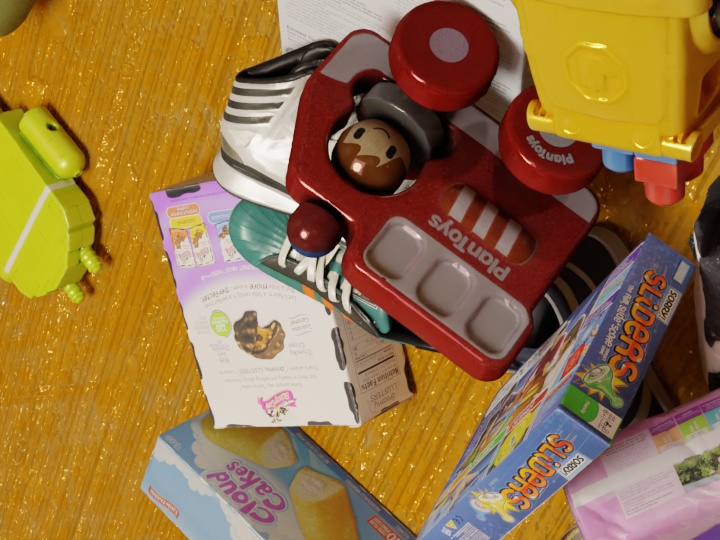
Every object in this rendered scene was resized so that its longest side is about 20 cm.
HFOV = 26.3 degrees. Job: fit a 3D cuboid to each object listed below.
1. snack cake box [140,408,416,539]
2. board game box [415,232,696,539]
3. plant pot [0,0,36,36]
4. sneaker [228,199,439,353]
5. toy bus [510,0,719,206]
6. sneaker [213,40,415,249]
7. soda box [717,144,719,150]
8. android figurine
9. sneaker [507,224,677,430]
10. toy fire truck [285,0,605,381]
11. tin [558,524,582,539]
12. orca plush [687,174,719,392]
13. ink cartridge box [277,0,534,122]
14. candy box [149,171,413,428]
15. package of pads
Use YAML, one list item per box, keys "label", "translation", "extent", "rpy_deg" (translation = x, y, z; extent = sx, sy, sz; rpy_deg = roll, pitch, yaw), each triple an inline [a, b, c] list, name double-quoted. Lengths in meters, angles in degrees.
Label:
- label: "snack cake box"
  translation: [-0.067, 0.197, 1.245]
  extent: [0.200, 0.115, 0.068]
  rpy_deg: [40, 129, 22]
- label: "board game box"
  translation: [0.106, 0.081, 0.875]
  extent: [0.034, 0.136, 0.200]
  rpy_deg: [34, 144, 0]
- label: "plant pot"
  translation: [-0.306, -0.286, 1.232]
  extent: [0.201, 0.200, 0.184]
  rpy_deg: [53, 145, 11]
- label: "sneaker"
  translation: [0.000, 0.000, 1.075]
  extent: [0.199, 0.080, 0.072]
  rpy_deg: [24, 95, -3]
- label: "toy bus"
  translation: [0.174, -0.144, 0.861]
  extent: [0.135, 0.200, 0.193]
  rpy_deg: [13, 135, 31]
- label: "sneaker"
  translation: [-0.003, -0.082, 1.037]
  extent: [0.199, 0.076, 0.116]
  rpy_deg: [18, 130, 9]
- label: "soda box"
  translation: [0.297, -0.022, 0.869]
  extent: [0.201, 0.063, 0.068]
  rpy_deg: [53, 133, 13]
- label: "android figurine"
  translation: [-0.304, -0.060, 1.404]
  extent: [0.200, 0.041, 0.182]
  rpy_deg: [49, 132, 16]
- label: "sneaker"
  translation: [0.148, 0.081, 1.011]
  extent: [0.070, 0.108, 0.202]
  rpy_deg: [-8, 101, 43]
- label: "toy fire truck"
  translation: [0.043, -0.050, 0.925]
  extent: [0.199, 0.168, 0.112]
  rpy_deg: [36, 151, 4]
- label: "tin"
  translation: [0.222, 0.238, 1.059]
  extent: [0.199, 0.042, 0.113]
  rpy_deg: [30, 129, 29]
- label: "orca plush"
  translation: [0.232, 0.010, 0.901]
  extent: [0.070, 0.106, 0.201]
  rpy_deg: [-8, 137, 10]
- label: "ink cartridge box"
  translation: [0.031, -0.167, 0.995]
  extent: [0.196, 0.043, 0.201]
  rpy_deg: [30, 149, 21]
- label: "candy box"
  translation: [-0.062, 0.018, 1.199]
  extent: [0.167, 0.071, 0.202]
  rpy_deg: [-5, 102, 42]
- label: "package of pads"
  translation: [0.222, 0.119, 0.889]
  extent: [0.199, 0.121, 0.076]
  rpy_deg: [-26, 51, 7]
